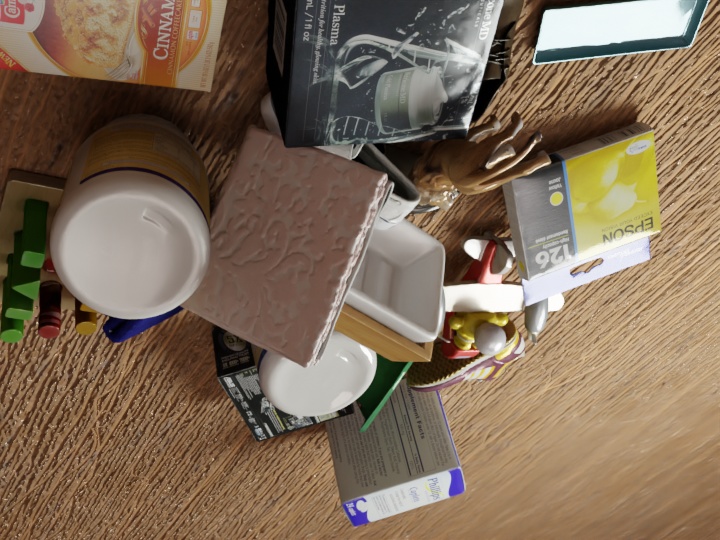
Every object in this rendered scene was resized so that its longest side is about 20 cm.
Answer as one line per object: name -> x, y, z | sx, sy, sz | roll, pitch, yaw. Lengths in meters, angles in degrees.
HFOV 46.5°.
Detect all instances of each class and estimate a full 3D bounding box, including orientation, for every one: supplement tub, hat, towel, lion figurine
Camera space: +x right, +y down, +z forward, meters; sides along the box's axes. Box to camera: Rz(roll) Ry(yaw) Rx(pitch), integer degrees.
supplement tub -> -0.221, -0.062, 0.830 | 0.142, 0.201, 0.148 | -5, 120, -8
supplement tub -> -0.070, 0.062, 1.039 | 0.141, 0.202, 0.146 | -9, 131, -11
hat -> -0.012, 0.113, 1.260 | 0.175, 0.166, 0.202 | 35, 117, 4
towel -> -0.197, 0.005, 0.971 | 0.147, 0.050, 0.199 | -37, 177, 43
towel -> -0.079, -0.028, 0.830 | 0.032, 0.189, 0.203 | 27, 86, -58
lion figurine -> 0.112, -0.109, 0.871 | 0.121, 0.073, 0.200 | -29, -175, -2

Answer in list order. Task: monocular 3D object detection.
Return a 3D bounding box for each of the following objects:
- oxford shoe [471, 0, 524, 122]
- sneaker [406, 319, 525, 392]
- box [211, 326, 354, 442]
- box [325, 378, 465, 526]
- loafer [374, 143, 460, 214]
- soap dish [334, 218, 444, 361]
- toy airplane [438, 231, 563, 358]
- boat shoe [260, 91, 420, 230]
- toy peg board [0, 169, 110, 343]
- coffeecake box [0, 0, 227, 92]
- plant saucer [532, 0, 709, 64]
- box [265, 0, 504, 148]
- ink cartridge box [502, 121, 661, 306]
oxford shoe -> 0.136, -0.240, 0.862 | 0.071, 0.085, 0.202 | -3, 138, -12
sneaker -> 0.171, 0.154, 1.343 | 0.197, 0.076, 0.090 | -25, 135, 12
box -> -0.110, 0.149, 1.230 | 0.161, 0.087, 0.201 | -17, 141, 1
box -> 0.054, 0.292, 1.377 | 0.196, 0.186, 0.106 | -17, 140, 2
loafer -> 0.033, -0.113, 0.981 | 0.196, 0.074, 0.072 | -6, 142, -12
soap dish -> 0.000, 0.000, 0.936 | 0.198, 0.159, 0.081 | 30, 137, -23
toy airplane -> 0.173, 0.048, 1.166 | 0.198, 0.143, 0.199 | -27, 139, 14
boat shoe -> -0.016, -0.131, 0.899 | 0.199, 0.074, 0.065 | 39, 136, -16
toy peg board -> -0.327, 0.007, 0.980 | 0.196, 0.099, 0.201 | 10, 135, -28
coffeecake box -> -0.220, -0.250, 0.734 | 0.196, 0.074, 0.155 | 2, 139, -20
plant saucer -> 0.286, -0.271, 0.929 | 0.196, 0.019, 0.071 | -9, 140, -10
box -> 0.017, -0.235, 0.798 | 0.192, 0.125, 0.202 | -6, 140, -15
ink cartridge box -> 0.291, -0.064, 1.083 | 0.194, 0.047, 0.203 | -20, 115, -6
